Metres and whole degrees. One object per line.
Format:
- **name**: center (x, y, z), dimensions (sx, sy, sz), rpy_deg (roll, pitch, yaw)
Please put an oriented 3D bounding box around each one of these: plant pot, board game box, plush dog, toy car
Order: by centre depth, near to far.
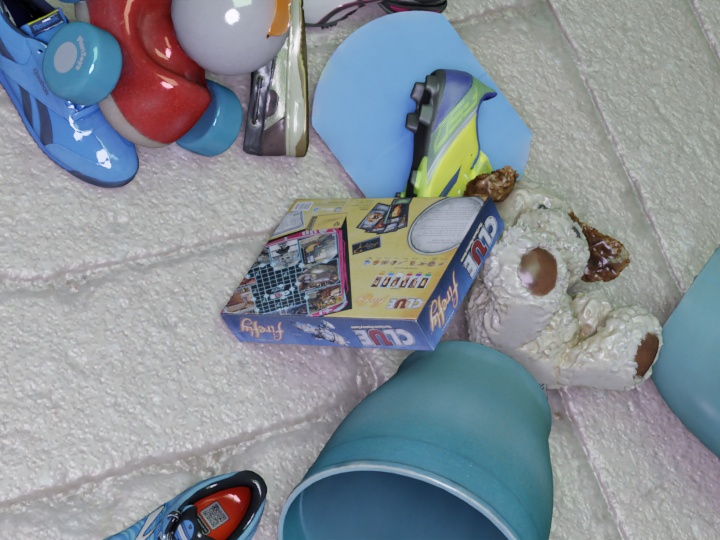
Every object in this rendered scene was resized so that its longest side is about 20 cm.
- **plant pot**: center (0.063, 0.161, 1.328), dimensions (0.199, 0.200, 0.188), rpy_deg (34, 42, -5)
- **toy car**: center (-0.124, -0.209, 1.376), dimensions (0.184, 0.199, 0.179), rpy_deg (21, 51, -53)
- **board game box**: center (0.000, 0.000, 1.378), dimensions (0.136, 0.199, 0.035), rpy_deg (-57, 132, -33)
- **plush dog**: center (0.145, 0.006, 1.464), dimensions (0.199, 0.160, 0.173), rpy_deg (33, 50, -32)
- **plant pot**: center (0.342, 0.070, 1.493), dimensions (0.160, 0.201, 0.201), rpy_deg (34, 56, 11)
- **board game box**: center (0.049, -0.124, 1.539), dimensions (0.158, 0.039, 0.201), rpy_deg (-38, 92, -13)

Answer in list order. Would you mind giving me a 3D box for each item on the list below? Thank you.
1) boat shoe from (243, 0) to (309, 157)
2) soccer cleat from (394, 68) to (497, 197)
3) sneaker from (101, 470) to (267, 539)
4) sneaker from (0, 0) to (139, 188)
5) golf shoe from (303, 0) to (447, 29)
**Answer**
- **boat shoe**: center (-0.080, -0.196, 1.485), dimensions (0.065, 0.072, 0.203), rpy_deg (-4, 86, -7)
- **soccer cleat**: center (0.074, -0.072, 1.486), dimensions (0.083, 0.065, 0.202), rpy_deg (12, 82, -17)
- **sneaker**: center (-0.145, 0.204, 1.267), dimensions (0.078, 0.090, 0.200), rpy_deg (48, 58, 5)
- **sneaker**: center (-0.245, -0.157, 1.409), dimensions (0.066, 0.078, 0.201), rpy_deg (-33, 83, -34)
- **golf shoe**: center (-0.001, -0.271, 1.567), dimensions (0.198, 0.088, 0.078), rpy_deg (-8, 71, -25)
